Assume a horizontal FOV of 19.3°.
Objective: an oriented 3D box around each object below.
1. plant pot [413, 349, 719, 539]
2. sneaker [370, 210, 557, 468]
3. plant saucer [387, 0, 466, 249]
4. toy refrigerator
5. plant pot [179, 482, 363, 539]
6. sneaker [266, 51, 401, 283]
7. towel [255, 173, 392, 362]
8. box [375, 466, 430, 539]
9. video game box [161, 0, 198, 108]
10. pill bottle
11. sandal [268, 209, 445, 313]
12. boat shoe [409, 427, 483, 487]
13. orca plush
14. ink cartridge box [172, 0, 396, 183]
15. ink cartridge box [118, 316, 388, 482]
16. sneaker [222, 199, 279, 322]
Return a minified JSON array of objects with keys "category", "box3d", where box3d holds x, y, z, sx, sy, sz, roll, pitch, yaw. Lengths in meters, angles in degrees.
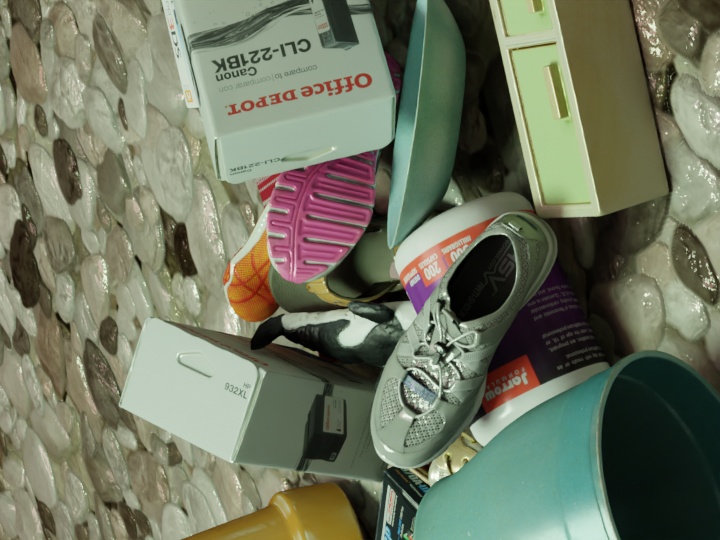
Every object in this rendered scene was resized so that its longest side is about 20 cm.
[{"category":"plant pot","box3d":[0.146,0.178,1.413,0.187,0.200,0.201,-25,83,37]},{"category":"sneaker","box3d":[0.060,0.043,1.463,0.074,0.082,0.201,29,94,18]},{"category":"plant saucer","box3d":[0.052,-0.114,1.573,0.201,0.038,0.203,-173,90,-86]},{"category":"toy refrigerator","box3d":[0.141,-0.140,1.439,0.076,0.070,0.201,1,106,59]},{"category":"plant pot","box3d":[-0.099,0.303,1.914,0.200,0.182,0.202,174,90,-75]},{"category":"sneaker","box3d":[-0.021,-0.076,1.688,0.081,0.201,0.088,21,160,0]},{"category":"towel","box3d":[-0.031,-0.023,1.839,0.144,0.022,0.201,-29,79,60]},{"category":"box","box3d":[0.071,0.283,1.806,0.159,0.046,0.201,44,140,41]},{"category":"video game box","box3d":[-0.112,-0.237,1.839,0.200,0.047,0.183,2,109,59]},{"category":"pill bottle","box3d":[0.111,0.051,1.548,0.201,0.112,0.112,65,149,13]},{"category":"sandal","box3d":[0.000,0.000,1.702,0.199,0.055,0.082,-7,116,36]},{"category":"boat shoe","box3d":[0.082,0.159,1.697,0.200,0.069,0.074,26,127,52]},{"category":"orca plush","box3d":[0.006,0.065,1.696,0.199,0.105,0.072,-1,80,17]},{"category":"ink cartridge box","box3d":[-0.064,-0.185,1.633,0.084,0.143,0.201,91,164,-70]},{"category":"ink cartridge box","box3d":[-0.079,0.110,1.776,0.145,0.199,0.084,22,94,39]},{"category":"sneaker","box3d":[-0.065,-0.001,1.819,0.077,0.073,0.200,53,149,14]}]
